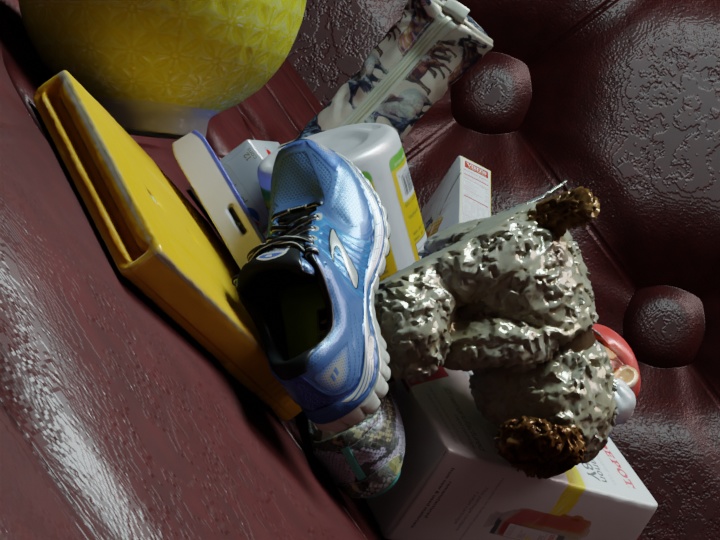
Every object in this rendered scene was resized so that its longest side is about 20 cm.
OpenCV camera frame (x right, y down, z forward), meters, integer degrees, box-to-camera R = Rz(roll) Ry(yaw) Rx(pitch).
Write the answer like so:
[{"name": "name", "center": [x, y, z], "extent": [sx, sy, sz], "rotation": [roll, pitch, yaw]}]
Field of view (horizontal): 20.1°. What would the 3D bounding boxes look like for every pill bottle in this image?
[{"name": "pill bottle", "center": [0.000, 0.000, 1.537], "extent": [0.111, 0.110, 0.201], "rotation": [-108, -178, -73]}]

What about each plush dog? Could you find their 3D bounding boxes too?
[{"name": "plush dog", "center": [0.116, 0.049, 1.355], "extent": [0.173, 0.160, 0.200], "rotation": [65, 21, -6]}]

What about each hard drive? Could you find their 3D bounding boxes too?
[{"name": "hard drive", "center": [-0.079, -0.018, 1.419], "extent": [0.132, 0.025, 0.200], "rotation": [59, -2, 7]}]

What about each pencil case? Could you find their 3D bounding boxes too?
[{"name": "pencil case", "center": [0.020, -0.142, 1.659], "extent": [0.078, 0.200, 0.089], "rotation": [41, 10, -4]}]

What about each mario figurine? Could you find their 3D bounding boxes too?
[{"name": "mario figurine", "center": [0.169, 0.109, 1.690], "extent": [0.200, 0.123, 0.106], "rotation": [-67, 162, -49]}]

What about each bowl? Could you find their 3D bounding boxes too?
[{"name": "bowl", "center": [-0.139, -0.146, 1.372], "extent": [0.200, 0.199, 0.108], "rotation": [6, 90, -83]}]

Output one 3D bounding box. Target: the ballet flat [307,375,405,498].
[{"name": "ballet flat", "center": [-0.011, 0.061, 1.350], "extent": [0.072, 0.072, 0.201], "rotation": [49, 18, -35]}]

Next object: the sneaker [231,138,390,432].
[{"name": "sneaker", "center": [-0.030, -0.005, 1.259], "extent": [0.089, 0.078, 0.201], "rotation": [42, 32, -47]}]

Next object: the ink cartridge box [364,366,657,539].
[{"name": "ink cartridge box", "center": [0.090, 0.132, 1.432], "extent": [0.199, 0.084, 0.145], "rotation": [19, 25, -34]}]

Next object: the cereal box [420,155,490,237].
[{"name": "cereal box", "center": [0.065, 0.008, 1.797], "extent": [0.039, 0.144, 0.200], "rotation": [25, 32, -14]}]

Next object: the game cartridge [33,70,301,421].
[{"name": "game cartridge", "center": [-0.117, -0.012, 1.272], "extent": [0.200, 0.032, 0.177], "rotation": [51, 5, -50]}]

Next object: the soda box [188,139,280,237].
[{"name": "soda box", "center": [-0.084, -0.062, 1.667], "extent": [0.068, 0.064, 0.200], "rotation": [53, 5, 0]}]
